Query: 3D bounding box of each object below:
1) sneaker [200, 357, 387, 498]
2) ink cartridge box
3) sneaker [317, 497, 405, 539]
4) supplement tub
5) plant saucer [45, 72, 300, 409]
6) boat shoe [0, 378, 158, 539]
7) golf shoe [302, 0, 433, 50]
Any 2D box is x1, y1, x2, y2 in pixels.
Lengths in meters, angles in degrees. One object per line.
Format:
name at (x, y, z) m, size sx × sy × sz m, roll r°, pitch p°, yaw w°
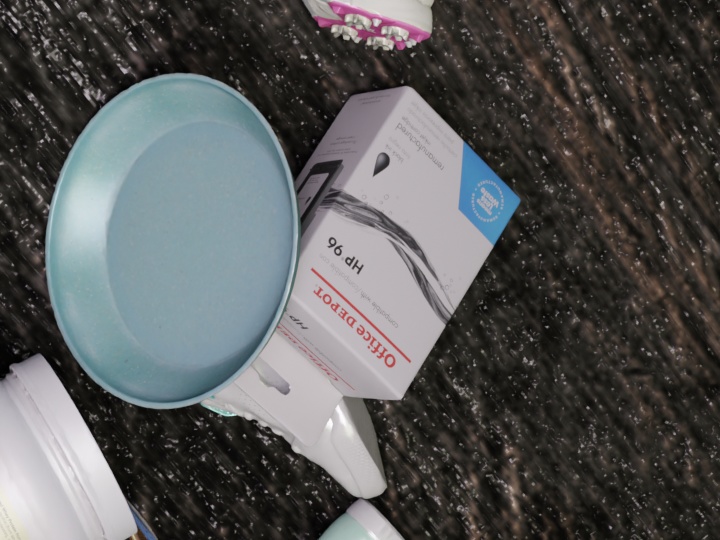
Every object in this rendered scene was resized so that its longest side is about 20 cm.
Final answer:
sneaker at (-0.059, 0.076, 1.561) m, size 0.088 × 0.075 × 0.200 m, roll -31°, pitch 111°, yaw 9°
ink cartridge box at (0.000, 0.000, 1.499) m, size 0.116 × 0.068 × 0.200 m, roll 43°, pitch 66°, yaw -26°
sneaker at (0.018, 0.263, 1.645) m, size 0.118 × 0.074 × 0.201 m, roll -41°, pitch 107°, yaw -7°
supplement tub at (-0.246, 0.149, 1.414) m, size 0.200 × 0.145 × 0.145 m, roll -29°, pitch 116°, yaw -11°
plant saucer at (-0.106, -0.017, 1.452) m, size 0.036 × 0.200 × 0.200 m, roll 7°, pitch 111°, yaw -54°
boat shoe at (-0.184, 0.148, 1.536) m, size 0.072 × 0.072 × 0.200 m, roll -42°, pitch 117°, yaw 1°
golf shoe at (-0.040, -0.204, 1.461) m, size 0.200 × 0.075 × 0.092 m, roll 21°, pitch 82°, yaw -23°
